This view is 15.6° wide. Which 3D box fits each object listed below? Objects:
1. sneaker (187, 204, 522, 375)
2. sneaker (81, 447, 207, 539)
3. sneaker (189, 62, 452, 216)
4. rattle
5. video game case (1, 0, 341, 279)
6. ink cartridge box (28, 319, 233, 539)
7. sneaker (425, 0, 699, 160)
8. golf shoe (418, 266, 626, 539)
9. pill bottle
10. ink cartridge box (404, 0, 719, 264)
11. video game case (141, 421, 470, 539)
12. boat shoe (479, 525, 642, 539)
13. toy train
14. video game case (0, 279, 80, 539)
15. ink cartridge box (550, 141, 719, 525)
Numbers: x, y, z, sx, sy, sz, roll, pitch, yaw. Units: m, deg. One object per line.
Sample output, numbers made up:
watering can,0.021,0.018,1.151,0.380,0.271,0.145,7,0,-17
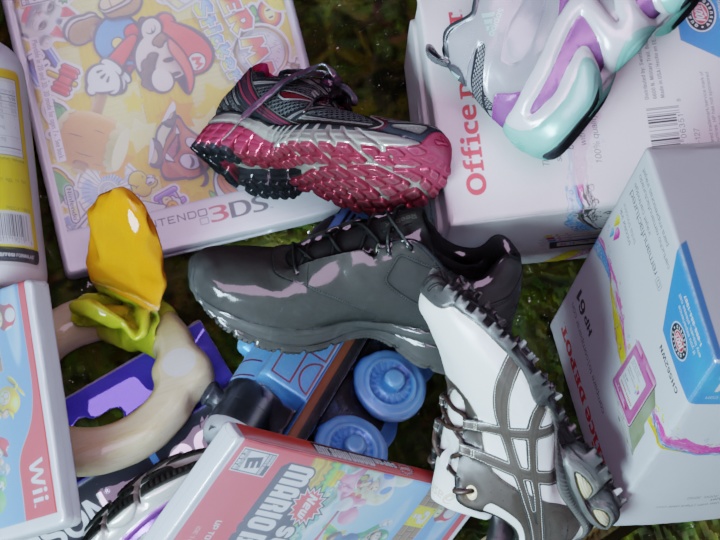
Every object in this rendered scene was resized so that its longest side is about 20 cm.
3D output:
sneaker,0.000,0.000,1.521,0.199,0.091,0.076,6,36,-14
sneaker,-0.138,0.188,1.544,0.083,0.081,0.200,39,97,-7
sneaker,-0.022,-0.086,1.574,0.081,0.200,0.075,42,70,-40
rattle,-0.191,0.066,1.560,0.199,0.143,0.130,-29,69,-13
video game case,-0.120,-0.111,1.670,0.181,0.023,0.201,-13,79,-6
ink cartridge box,-0.131,0.158,1.605,0.198,0.043,0.200,-31,80,-8
sneaker,0.120,-0.178,1.523,0.140,0.078,0.200,41,77,7
golf shoe,0.072,0.091,1.494,0.094,0.078,0.200,-34,117,-2
pill bottle,-0.256,-0.077,1.610,0.111,0.112,0.201,-7,78,-4
ink cartridge box,0.134,-0.091,1.617,0.199,0.145,0.148,-6,77,-5
video game case,-0.038,0.162,1.521,0.143,0.199,0.017,-55,45,19
boat shoe,0.113,0.149,1.603,0.199,0.074,0.067,-27,70,-25
toy train,-0.019,0.061,1.590,0.114,0.087,0.200,33,59,-1
video game case,-0.253,0.099,1.557,0.199,0.017,0.144,-18,76,33
ink cartridge box,0.190,0.040,1.529,0.084,0.200,0.145,-5,59,-16
